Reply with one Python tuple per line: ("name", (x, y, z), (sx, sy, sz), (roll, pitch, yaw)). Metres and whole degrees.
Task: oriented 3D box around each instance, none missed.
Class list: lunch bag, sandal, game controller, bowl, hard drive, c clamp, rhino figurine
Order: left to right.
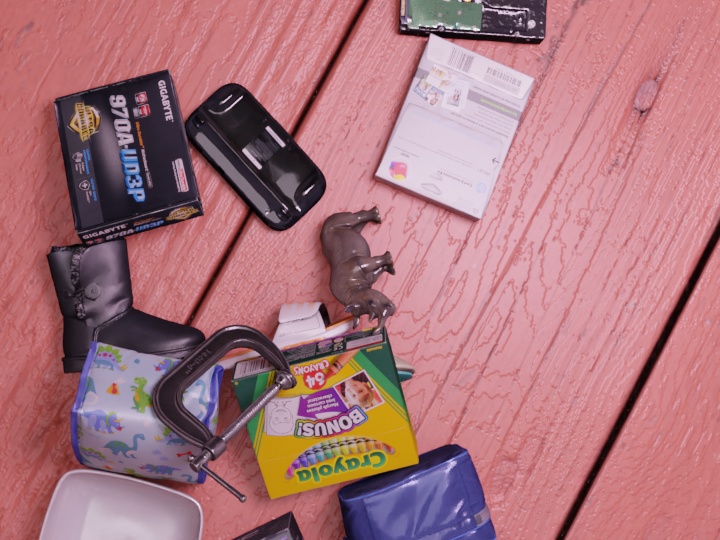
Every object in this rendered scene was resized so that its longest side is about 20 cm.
("bowl", (-0.304, 0.358, 1.362), (0.196, 0.075, 0.203), (14, 86, -3))
("lunch bag", (-0.262, 0.192, 1.324), (0.167, 0.202, 0.129), (11, 48, -4))
("c clamp", (-0.146, 0.153, 1.244), (0.169, 0.027, 0.200), (29, 51, 14))
("game controller", (-0.137, -0.151, 1.419), (0.104, 0.042, 0.200), (-43, 91, -19))
("sandal", (-0.102, 0.076, 1.384), (0.203, 0.079, 0.060), (-17, 91, -2))
("rhino figurine", (0.000, 0.000, 1.364), (0.086, 0.060, 0.202), (-15, 52, 2))
("lunch bag", (0.065, 0.317, 1.352), (0.197, 0.136, 0.134), (-21, 88, -4))
("hard drive", (0.151, -0.380, 1.440), (0.196, 0.038, 0.143), (3, 87, -4))

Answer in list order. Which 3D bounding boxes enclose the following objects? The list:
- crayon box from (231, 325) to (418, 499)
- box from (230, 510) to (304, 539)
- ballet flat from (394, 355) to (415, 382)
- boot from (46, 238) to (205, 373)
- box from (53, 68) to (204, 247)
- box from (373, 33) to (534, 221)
("crayon box", (-0.042, 0.178, 1.347), (0.196, 0.058, 0.175), (-14, 110, 5))
("box", (-0.093, 0.424, 1.345), (0.105, 0.122, 0.203), (-24, 88, -3))
("ballet flat", (-0.029, 0.122, 1.397), (0.196, 0.069, 0.071), (-9, 88, -3))
("boot", (-0.297, 0.037, 1.375), (0.196, 0.076, 0.172), (-6, 91, 3))
("box", (-0.295, -0.144, 1.367), (0.156, 0.046, 0.203), (-14, 66, -3))
("box", (0.124, -0.188, 1.428), (0.154, 0.041, 0.203), (21, 85, -2))
